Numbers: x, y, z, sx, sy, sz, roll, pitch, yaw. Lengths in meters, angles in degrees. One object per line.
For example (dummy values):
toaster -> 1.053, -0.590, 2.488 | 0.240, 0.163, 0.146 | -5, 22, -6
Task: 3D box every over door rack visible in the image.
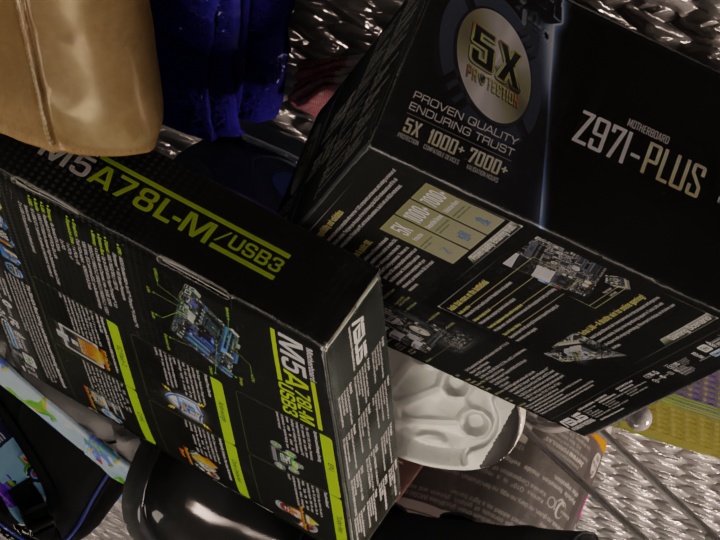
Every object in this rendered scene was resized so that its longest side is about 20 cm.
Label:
over door rack -> 0.125, 0.085, 1.036 | 0.200, 0.067, 0.148 | 55, 175, 21

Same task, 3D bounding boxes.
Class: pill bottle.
pill bottle -> 0.054, 0.148, 1.226 | 0.116, 0.200, 0.116 | 21, 162, 7

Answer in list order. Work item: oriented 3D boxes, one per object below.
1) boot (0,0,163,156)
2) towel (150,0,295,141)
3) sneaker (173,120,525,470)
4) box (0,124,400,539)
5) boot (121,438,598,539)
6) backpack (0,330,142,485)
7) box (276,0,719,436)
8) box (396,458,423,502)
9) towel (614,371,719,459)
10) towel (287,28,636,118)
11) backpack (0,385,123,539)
boot -> -0.085, -0.118, 0.775 | 0.175, 0.066, 0.200 | 28, 143, 23
towel -> -0.098, -0.119, 0.905 | 0.147, 0.050, 0.200 | 22, 162, 2
sneaker -> 0.000, 0.000, 1.027 | 0.200, 0.081, 0.146 | 30, -155, 3
box -> -0.076, 0.022, 0.925 | 0.193, 0.048, 0.200 | 25, 154, 18
boot -> 0.009, 0.129, 1.037 | 0.200, 0.066, 0.165 | 10, 165, 26
backpack -> -0.139, 0.006, 1.147 | 0.200, 0.163, 0.154 | 33, 175, -8
box -> 0.064, -0.021, 0.855 | 0.164, 0.086, 0.200 | 24, 161, -7
box -> -0.011, 0.081, 1.158 | 0.075, 0.100, 0.200 | 21, 138, -8
towel -> 0.175, 0.055, 1.108 | 0.143, 0.023, 0.200 | 18, 160, 16
towel -> 0.079, -0.049, 0.932 | 0.144, 0.023, 0.200 | 35, 158, -34
backpack -> -0.199, 0.043, 1.286 | 0.200, 0.183, 0.135 | 36, 180, 6
